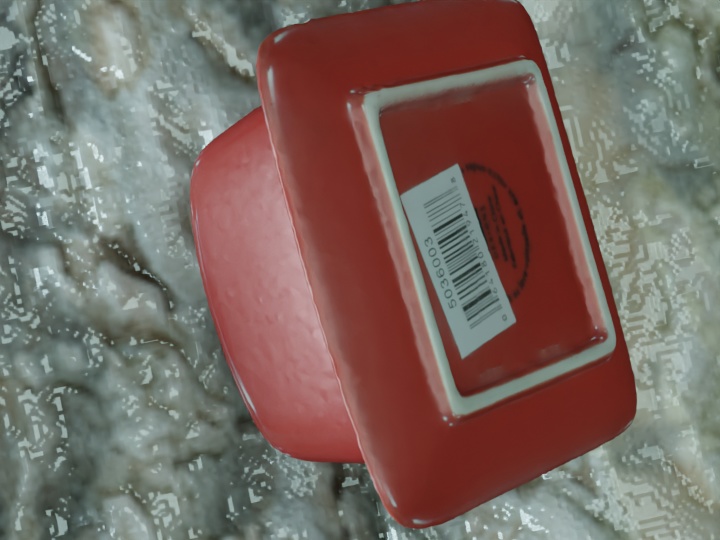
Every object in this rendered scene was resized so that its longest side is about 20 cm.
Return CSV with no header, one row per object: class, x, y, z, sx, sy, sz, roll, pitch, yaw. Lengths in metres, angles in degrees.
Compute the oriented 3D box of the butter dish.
butter dish,0.000,0.000,0.981,0.199,0.148,0.200,-18,92,-53
